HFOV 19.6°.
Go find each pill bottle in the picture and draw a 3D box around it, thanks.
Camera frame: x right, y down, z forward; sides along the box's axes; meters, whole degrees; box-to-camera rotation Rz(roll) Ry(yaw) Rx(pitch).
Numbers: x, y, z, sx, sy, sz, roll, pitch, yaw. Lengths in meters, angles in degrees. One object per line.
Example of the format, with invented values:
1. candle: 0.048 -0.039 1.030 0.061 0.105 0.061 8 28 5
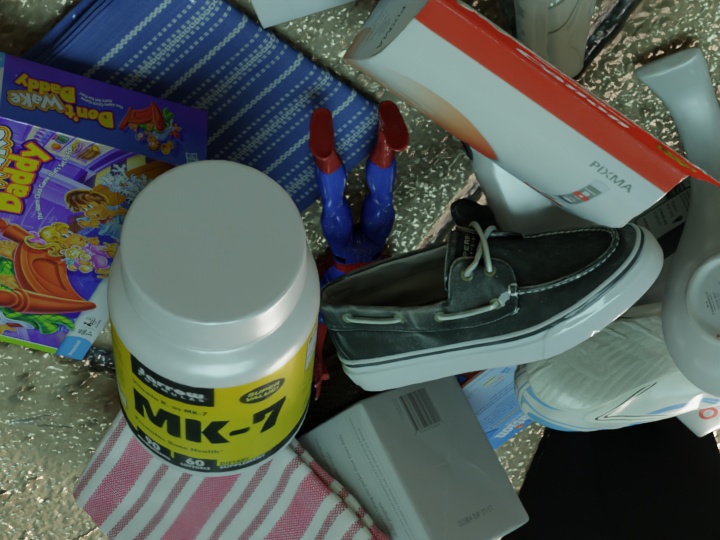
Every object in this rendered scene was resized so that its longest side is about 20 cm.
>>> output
1. pill bottle: -0.080 0.028 1.138 0.114 0.115 0.200 -4 154 -5

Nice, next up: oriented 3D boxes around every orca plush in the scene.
1. orca plush: 0.080 -0.075 1.183 0.200 0.071 0.105 39 101 -14

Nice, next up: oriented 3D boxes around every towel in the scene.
1. towel: -0.082 0.151 1.253 0.030 0.200 0.147 -18 147 -56
2. towel: -0.095 -0.089 1.176 0.145 0.024 0.200 -38 131 25

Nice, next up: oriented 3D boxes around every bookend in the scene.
1. bookend: 0.174 0.203 1.390 0.092 0.200 0.199 4 134 -13

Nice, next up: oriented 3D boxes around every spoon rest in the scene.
1. spoon rest: 0.207 -0.024 1.182 0.099 0.201 0.061 -18 164 21

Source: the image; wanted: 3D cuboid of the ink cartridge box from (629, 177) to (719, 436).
1. ink cartridge box: 0.246 -0.002 1.275 0.200 0.083 0.147 -32 131 23

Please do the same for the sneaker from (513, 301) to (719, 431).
1. sneaker: 0.186 0.053 1.225 0.199 0.072 0.072 -6 168 -9

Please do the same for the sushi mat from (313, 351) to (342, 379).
1. sushi mat: 0.045 0.058 1.353 0.200 0.012 0.096 -30 132 20

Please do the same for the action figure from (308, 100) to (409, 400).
1. action figure: 0.000 0.000 1.215 0.065 0.099 0.200 -5 150 -3

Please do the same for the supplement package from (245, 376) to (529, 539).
1. supplement package: -0.018 0.160 1.300 0.200 0.110 0.114 -33 170 32

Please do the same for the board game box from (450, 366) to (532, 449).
1. board game box: 0.052 0.109 1.375 0.103 0.019 0.200 12 137 -45

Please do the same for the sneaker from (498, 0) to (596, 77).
1. sneaker: 0.117 -0.175 1.045 0.099 0.078 0.200 -10 138 -4

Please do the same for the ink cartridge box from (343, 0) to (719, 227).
1. ink cartridge box: 0.082 -0.075 1.040 0.162 0.200 0.050 34 94 -12

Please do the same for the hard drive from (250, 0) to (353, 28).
1. hard drive: 0.024 -0.206 1.069 0.199 0.025 0.132 -16 136 7

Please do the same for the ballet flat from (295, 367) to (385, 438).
1. ballet flat: 0.023 0.047 1.302 0.200 0.046 0.067 -35 169 31

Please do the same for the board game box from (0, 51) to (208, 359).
1. board game box: -0.185 -0.032 1.171 0.134 0.045 0.200 15 141 -21

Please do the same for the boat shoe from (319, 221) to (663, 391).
1. boat shoe: 0.065 0.010 1.139 0.200 0.072 0.071 -21 122 23
